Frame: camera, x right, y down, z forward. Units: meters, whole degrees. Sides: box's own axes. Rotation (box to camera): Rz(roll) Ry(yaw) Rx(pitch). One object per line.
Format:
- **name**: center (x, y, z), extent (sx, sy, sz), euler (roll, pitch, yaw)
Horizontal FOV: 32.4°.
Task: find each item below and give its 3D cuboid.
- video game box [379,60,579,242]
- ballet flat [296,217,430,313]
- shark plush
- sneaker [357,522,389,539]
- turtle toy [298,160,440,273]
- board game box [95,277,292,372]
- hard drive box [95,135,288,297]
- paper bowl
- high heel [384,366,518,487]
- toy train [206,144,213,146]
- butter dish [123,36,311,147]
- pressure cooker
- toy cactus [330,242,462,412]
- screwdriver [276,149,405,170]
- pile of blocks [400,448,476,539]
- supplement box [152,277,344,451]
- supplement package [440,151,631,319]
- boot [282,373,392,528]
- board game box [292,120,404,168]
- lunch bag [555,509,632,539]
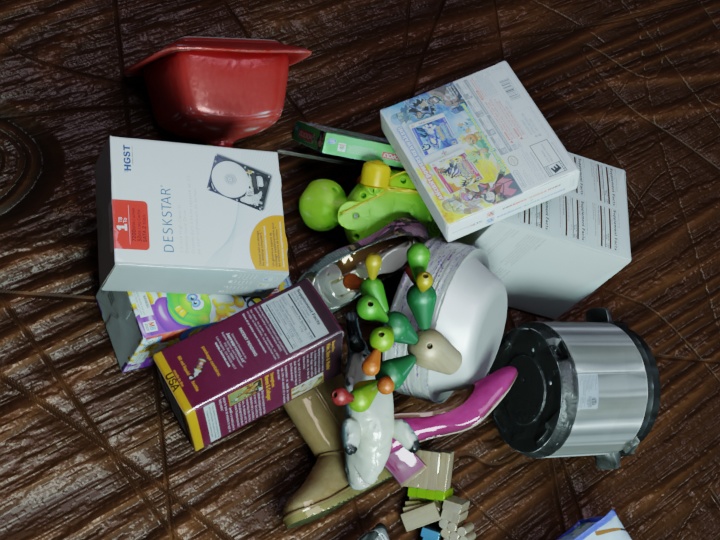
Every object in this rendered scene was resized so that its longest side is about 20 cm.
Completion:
- **video game box**: center (0.146, -0.151, 1.547), extent (0.182, 0.047, 0.200), euler (-21, 59, -11)
- **ballet flat**: center (0.000, 0.000, 1.539), extent (0.200, 0.071, 0.069), euler (-31, 107, -3)
- **shark plush**: center (-0.009, 0.147, 1.422), extent (0.091, 0.083, 0.201), euler (-11, 73, -26)
- **sneaker**: center (0.056, 0.343, 1.427), extent (0.199, 0.075, 0.116), euler (-4, 60, -13)
- **turtle toy**: center (0.018, -0.074, 1.616), extent (0.199, 0.101, 0.146), euler (8, 101, -12)
- **board game box**: center (-0.192, 0.035, 1.459), extent (0.199, 0.105, 0.103), euler (-13, 70, -31)
- **hard drive box**: center (-0.191, -0.057, 1.392), extent (0.199, 0.077, 0.156), euler (2, 68, -25)
- **paper bowl**: center (0.113, 0.066, 1.525), extent (0.104, 0.201, 0.201), euler (15, 51, 22)
- **high heel**: center (0.090, 0.157, 1.460), extent (0.200, 0.067, 0.096), euler (-40, 87, -11)
- **toy train**: center (-0.195, -0.117, 1.529), extent (0.199, 0.116, 0.085), euler (-5, 71, -28)
- **butter dish**: center (-0.181, -0.211, 1.571), extent (0.199, 0.199, 0.148), euler (-3, 89, -28)
- **pressure cooker**: center (0.286, 0.154, 1.587), extent (0.199, 0.176, 0.179), euler (1, 36, -29)
- **toy cactus**: center (0.044, 0.075, 1.378), extent (0.165, 0.102, 0.201), euler (32, 65, -38)
- **screwdriver**: center (-0.020, -0.150, 1.687), extent (0.199, 0.028, 0.029), euler (13, 88, -24)
- **pile of blocks**: center (0.102, 0.307, 1.502), extent (0.062, 0.082, 0.201), euler (12, 59, -72)
- **supplement box**: center (-0.124, 0.107, 1.410), extent (0.200, 0.110, 0.086), euler (-27, 64, -16)
- **supplement package**: center (0.225, -0.058, 1.662), extent (0.199, 0.191, 0.148), euler (15, 58, -19)
- **boot**: center (-0.067, 0.188, 1.471), extent (0.175, 0.066, 0.200), euler (-19, 75, -45)
- **board game box**: center (0.023, -0.162, 1.660), extent (0.199, 0.135, 0.029), euler (9, 100, -22)
- **lunch bag**: center (0.262, 0.411, 1.481), extent (0.200, 0.124, 0.170), euler (-28, 79, -24)
